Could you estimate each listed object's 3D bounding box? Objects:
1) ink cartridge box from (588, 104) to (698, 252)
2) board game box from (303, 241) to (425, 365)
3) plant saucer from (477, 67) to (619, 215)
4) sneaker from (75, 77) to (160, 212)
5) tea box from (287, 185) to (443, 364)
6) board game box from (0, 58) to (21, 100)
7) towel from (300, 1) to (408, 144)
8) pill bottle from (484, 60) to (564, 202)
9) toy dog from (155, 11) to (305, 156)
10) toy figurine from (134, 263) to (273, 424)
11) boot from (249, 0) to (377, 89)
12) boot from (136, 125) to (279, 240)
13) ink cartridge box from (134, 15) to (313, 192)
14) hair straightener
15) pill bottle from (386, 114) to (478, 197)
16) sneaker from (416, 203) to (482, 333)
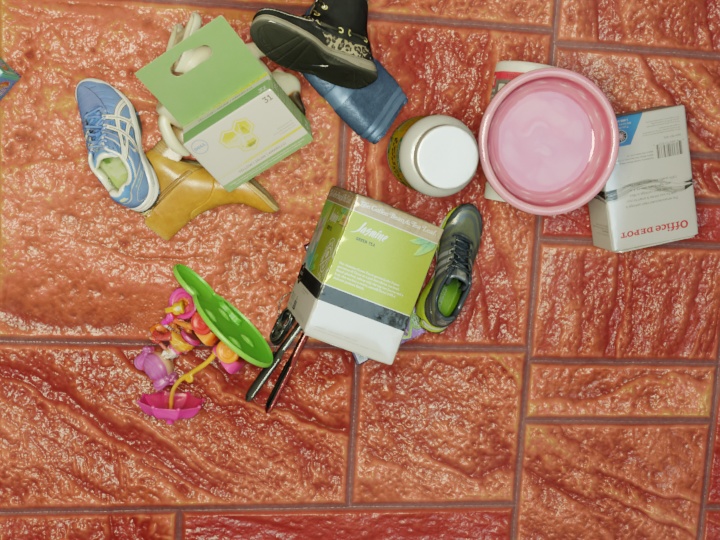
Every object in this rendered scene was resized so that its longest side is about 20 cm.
[{"bbox_3d":[0.424,-0.141,1.524,0.143,0.084,0.202,-11,100,-8],"label":"ink cartridge box"},{"bbox_3d":[0.007,0.028,1.500,0.119,0.032,0.202,-24,102,-3],"label":"board game box"},{"bbox_3d":[0.259,-0.179,1.389,0.198,0.051,0.203,-1,98,-4],"label":"plant saucer"},{"bbox_3d":[-0.338,-0.177,1.355,0.075,0.077,0.201,-30,81,15],"label":"sneaker"},{"bbox_3d":[0.000,0.000,1.378,0.132,0.200,0.199,21,92,-14],"label":"tea box"},{"bbox_3d":[-0.536,-0.197,1.298,0.045,0.152,0.200,42,89,-13],"label":"board game box"},{"bbox_3d":[-0.025,-0.279,1.416,0.200,0.048,0.112,46,53,-17],"label":"towel"},{"bbox_3d":[0.238,-0.201,1.466,0.109,0.111,0.202,7,97,-12],"label":"pill bottle"},{"bbox_3d":[-0.168,-0.241,1.365,0.198,0.139,0.196,15,79,-23],"label":"toy dog"},{"bbox_3d":[-0.257,0.125,1.426,0.184,0.150,0.200,-45,81,9],"label":"toy figurine"},{"bbox_3d":[-0.061,-0.345,1.334,0.202,0.073,0.155,16,64,-39],"label":"boot"},{"bbox_3d":[-0.231,-0.098,1.421,0.200,0.071,0.145,35,96,-9],"label":"boot"},{"bbox_3d":[-0.174,-0.210,1.285,0.145,0.048,0.200,-29,133,15],"label":"ink cartridge box"},{"bbox_3d":[-0.121,0.109,1.481,0.076,0.041,0.201,29,93,-14],"label":"hair straightener"},{"bbox_3d":[0.103,-0.162,1.397,0.111,0.200,0.114,-1,99,-6],"label":"pill bottle"},{"bbox_3d":[0.145,-0.004,1.486,0.073,0.081,0.202,16,84,-15],"label":"sneaker"}]
